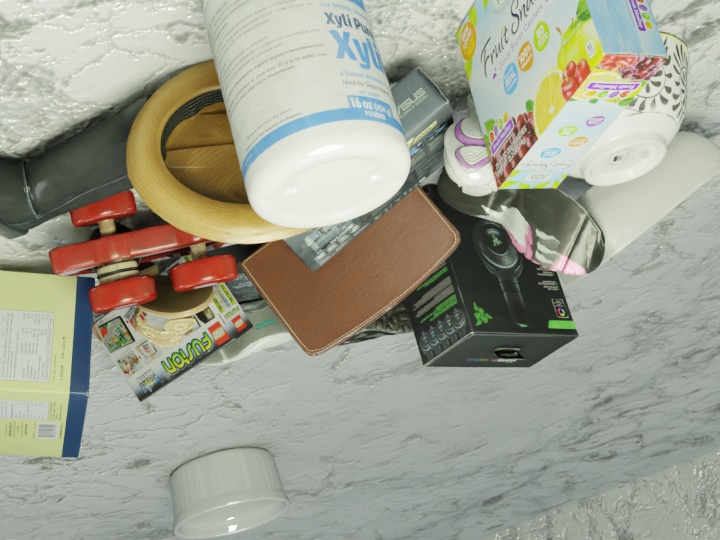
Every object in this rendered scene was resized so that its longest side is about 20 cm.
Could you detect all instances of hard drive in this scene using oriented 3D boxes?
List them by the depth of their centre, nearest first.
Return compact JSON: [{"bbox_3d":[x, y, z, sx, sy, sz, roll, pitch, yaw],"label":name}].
[{"bbox_3d":[-0.127,0.019,1.568,0.139,0.033,0.200,-10,156,-14],"label":"hard drive"}]

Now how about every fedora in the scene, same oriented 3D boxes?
[{"bbox_3d":[-0.101,-0.090,1.140,0.199,0.202,0.082,-10,153,-12],"label":"fedora"}]

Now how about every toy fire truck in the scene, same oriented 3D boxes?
[{"bbox_3d":[-0.211,-0.024,1.343,0.199,0.113,0.168,-14,177,-7],"label":"toy fire truck"}]

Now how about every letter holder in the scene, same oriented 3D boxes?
[{"bbox_3d":[0.000,0.000,1.389,0.200,0.142,0.101,-38,157,-5],"label":"letter holder"}]

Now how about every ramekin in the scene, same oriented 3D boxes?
[{"bbox_3d":[-0.224,0.373,2.217,0.199,0.098,0.201,-13,157,-6],"label":"ramekin"}]

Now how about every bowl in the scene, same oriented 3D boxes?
[{"bbox_3d":[0.259,-0.149,1.362,0.199,0.095,0.201,-13,157,-5],"label":"bowl"},{"bbox_3d":[0.302,-0.078,1.490,0.199,0.075,0.200,-36,174,-13],"label":"bowl"}]

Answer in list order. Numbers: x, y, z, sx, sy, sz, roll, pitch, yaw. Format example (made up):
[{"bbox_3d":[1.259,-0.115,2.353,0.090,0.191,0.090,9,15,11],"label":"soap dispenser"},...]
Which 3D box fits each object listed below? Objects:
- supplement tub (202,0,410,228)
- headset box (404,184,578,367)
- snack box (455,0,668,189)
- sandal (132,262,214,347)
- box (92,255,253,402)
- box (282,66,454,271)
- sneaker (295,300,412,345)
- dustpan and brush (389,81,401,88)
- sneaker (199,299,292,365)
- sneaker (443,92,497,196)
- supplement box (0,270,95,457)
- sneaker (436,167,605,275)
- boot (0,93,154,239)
[{"bbox_3d":[-0.045,-0.147,1.035,0.131,0.201,0.132,-13,158,-6],"label":"supplement tub"},{"bbox_3d":[0.139,0.016,1.521,0.173,0.201,0.093,5,150,-38],"label":"headset box"},{"bbox_3d":[0.161,-0.190,1.111,0.067,0.170,0.200,-1,154,-23],"label":"snack box"},{"bbox_3d":[-0.206,0.044,1.383,0.077,0.070,0.211,-23,-156,-28],"label":"sandal"},{"bbox_3d":[-0.219,0.064,1.501,0.200,0.110,0.035,-32,-177,41],"label":"box"},{"bbox_3d":[0.002,-0.092,1.266,0.200,0.051,0.158,-41,167,0],"label":"box"},{"bbox_3d":[0.008,0.057,1.717,0.199,0.076,0.088,-11,171,-3],"label":"sneaker"},{"bbox_3d":[-0.032,-0.127,1.262,0.200,0.057,0.140,-46,154,-5],"label":"dustpan and brush"},{"bbox_3d":[-0.124,0.070,1.556,0.199,0.071,0.080,-14,168,4],"label":"sneaker"},{"bbox_3d":[0.122,-0.105,1.253,0.074,0.100,0.200,11,-156,11],"label":"sneaker"},{"bbox_3d":[-0.392,0.102,1.408,0.198,0.135,0.200,5,152,-13],"label":"supplement box"},{"bbox_3d":[0.185,-0.067,1.427,0.086,0.200,0.081,-1,124,-60],"label":"sneaker"},{"bbox_3d":[-0.264,-0.100,1.170,0.199,0.066,0.165,-18,165,13],"label":"boot"}]
